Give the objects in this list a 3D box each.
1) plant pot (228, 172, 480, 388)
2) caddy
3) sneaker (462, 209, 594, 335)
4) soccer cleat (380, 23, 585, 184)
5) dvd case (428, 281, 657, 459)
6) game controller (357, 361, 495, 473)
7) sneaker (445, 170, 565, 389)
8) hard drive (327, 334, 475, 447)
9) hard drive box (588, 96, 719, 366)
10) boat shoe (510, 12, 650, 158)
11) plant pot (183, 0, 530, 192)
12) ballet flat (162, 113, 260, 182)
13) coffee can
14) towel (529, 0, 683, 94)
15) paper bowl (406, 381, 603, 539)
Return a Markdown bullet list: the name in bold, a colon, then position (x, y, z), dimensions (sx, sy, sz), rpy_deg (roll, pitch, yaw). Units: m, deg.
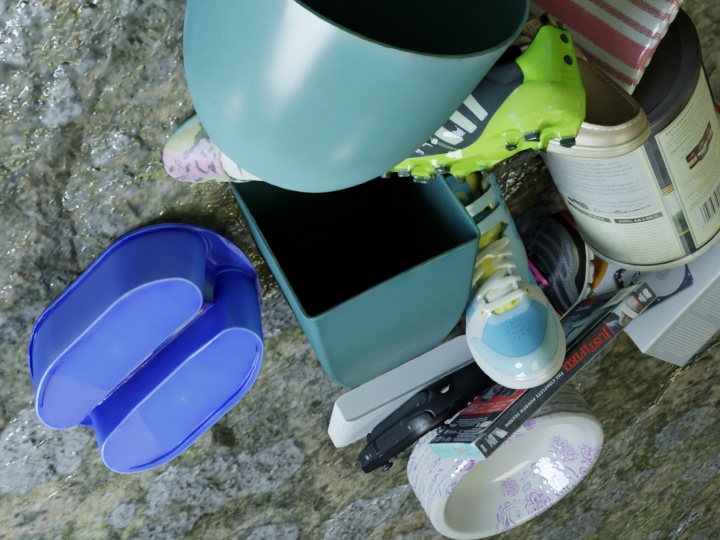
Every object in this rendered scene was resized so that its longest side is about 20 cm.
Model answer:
- **plant pot**: position (0.000, 0.000, 1.022), dimensions (0.141, 0.141, 0.200), rpy_deg (-26, 153, -10)
- **caddy**: position (-0.163, 0.056, 0.989), dimensions (0.200, 0.105, 0.141), rpy_deg (-42, 119, 11)
- **sneaker**: position (0.147, 0.029, 1.202), dimensions (0.087, 0.074, 0.200), rpy_deg (-12, 143, -35)
- **soccer cleat**: position (0.076, -0.108, 0.867), dimensions (0.067, 0.081, 0.200), rpy_deg (6, 169, -35)
- **dvd case**: position (0.150, 0.087, 1.091), dimensions (0.200, 0.022, 0.146), rpy_deg (-42, -178, -14)
- **game controller**: position (0.061, 0.133, 1.149), dimensions (0.104, 0.042, 0.200), rpy_deg (-24, 169, -22)
- **sneaker**: position (0.099, -0.005, 1.043), dimensions (0.079, 0.200, 0.131), rpy_deg (-25, 130, 6)
- **hard drive**: position (0.035, 0.114, 1.182), dimensions (0.132, 0.027, 0.200), rpy_deg (-26, 169, -9)
- **hard drive box**: position (0.299, -0.040, 1.173), dimensions (0.077, 0.156, 0.200), rpy_deg (19, 118, -45)
- **boat shoe**: position (0.115, -0.144, 0.895), dimensions (0.072, 0.200, 0.065), rpy_deg (-34, 143, -28)
- **plant pot**: position (-0.021, -0.146, 0.804), dimensions (0.200, 0.201, 0.161), rpy_deg (-4, 144, -33)
- **ballet flat**: position (-0.042, -0.103, 0.926), dimensions (0.200, 0.071, 0.069), rpy_deg (-23, 140, -14)
- **coffee can**: position (0.219, -0.108, 1.048), dimensions (0.146, 0.146, 0.200), rpy_deg (-36, 143, 3)
- **towel**: position (0.161, -0.207, 0.904), dimensions (0.030, 0.146, 0.200), rpy_deg (-22, 144, -42)
- **paper bowl**: position (0.142, 0.179, 1.334), dimensions (0.200, 0.104, 0.201), rpy_deg (-20, 143, -16)
